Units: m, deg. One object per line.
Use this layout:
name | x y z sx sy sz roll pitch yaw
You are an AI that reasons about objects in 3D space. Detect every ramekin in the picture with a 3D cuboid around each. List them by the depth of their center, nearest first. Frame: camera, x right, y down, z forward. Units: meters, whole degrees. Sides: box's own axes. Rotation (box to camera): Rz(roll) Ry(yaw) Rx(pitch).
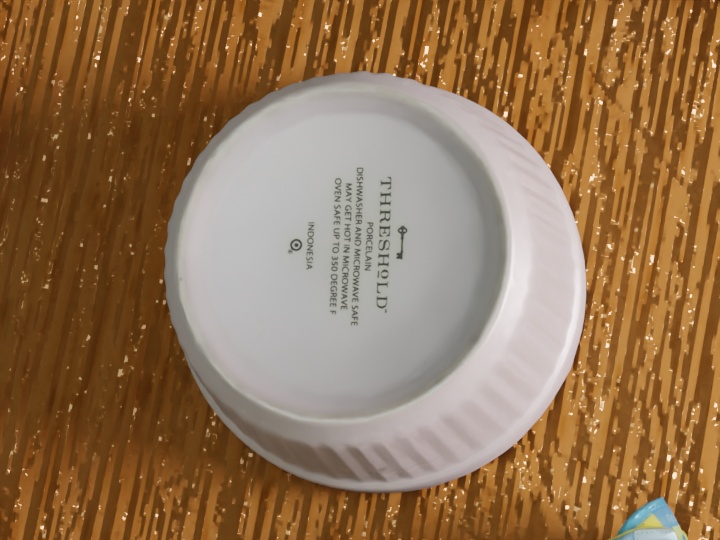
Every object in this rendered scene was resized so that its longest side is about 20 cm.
ramekin | 0.000 0.000 1.063 0.202 0.094 0.203 -2 79 12

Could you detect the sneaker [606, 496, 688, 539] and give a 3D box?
sneaker | 0.159 0.172 1.006 0.199 0.080 0.131 11 83 13
